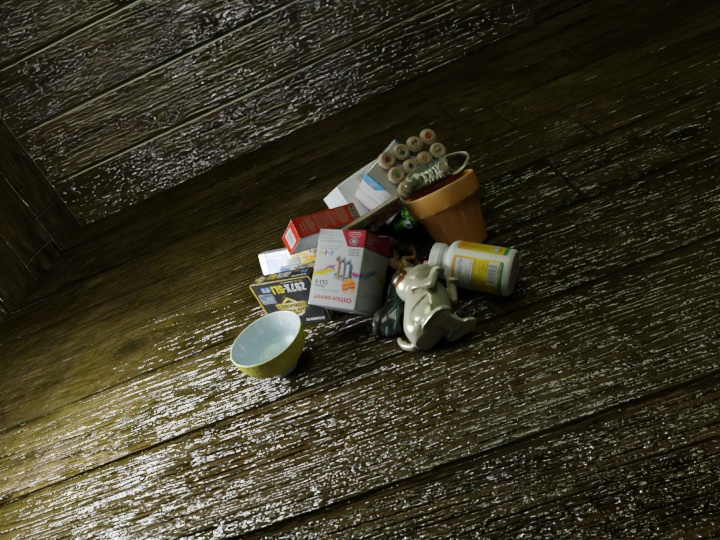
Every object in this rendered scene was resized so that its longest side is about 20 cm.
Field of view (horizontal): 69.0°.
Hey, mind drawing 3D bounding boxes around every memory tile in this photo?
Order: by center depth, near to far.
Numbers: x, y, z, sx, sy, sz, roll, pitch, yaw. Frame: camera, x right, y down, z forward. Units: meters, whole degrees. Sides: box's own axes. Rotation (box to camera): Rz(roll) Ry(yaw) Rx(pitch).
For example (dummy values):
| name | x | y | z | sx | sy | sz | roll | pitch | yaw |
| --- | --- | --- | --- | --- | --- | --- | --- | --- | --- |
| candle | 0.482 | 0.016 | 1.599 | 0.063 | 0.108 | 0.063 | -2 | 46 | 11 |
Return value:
| name | x | y | z | sx | sy | sz | roll | pitch | yaw |
| --- | --- | --- | --- | --- | --- | --- | --- | --- | --- |
| memory tile | 0.163 | -0.306 | 1.494 | 0.199 | 0.154 | 0.017 | -32 | -4 | -15 |

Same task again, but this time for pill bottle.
| name | x | y | z | sx | sy | sz | roll | pitch | yaw |
| --- | --- | --- | --- | --- | --- | --- | --- | --- | --- |
| pill bottle | 0.269 | -0.010 | 1.257 | 0.198 | 0.114 | 0.113 | 11 | 43 | 26 |

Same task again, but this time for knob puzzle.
| name | x | y | z | sx | sy | sz | roll | pitch | yaw |
| --- | --- | --- | --- | --- | --- | --- | --- | --- | --- |
| knob puzzle | 0.043 | -0.133 | 1.451 | 0.218 | 0.031 | 0.220 | -30 | -8 | -5 |

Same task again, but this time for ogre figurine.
| name | x | y | z | sx | sy | sz | roll | pitch | yaw |
| --- | --- | --- | --- | --- | --- | --- | --- | --- | --- |
| ogre figurine | 0.201 | -0.181 | 1.647 | 0.198 | 0.099 | 0.120 | -9 | 12 | -1 |

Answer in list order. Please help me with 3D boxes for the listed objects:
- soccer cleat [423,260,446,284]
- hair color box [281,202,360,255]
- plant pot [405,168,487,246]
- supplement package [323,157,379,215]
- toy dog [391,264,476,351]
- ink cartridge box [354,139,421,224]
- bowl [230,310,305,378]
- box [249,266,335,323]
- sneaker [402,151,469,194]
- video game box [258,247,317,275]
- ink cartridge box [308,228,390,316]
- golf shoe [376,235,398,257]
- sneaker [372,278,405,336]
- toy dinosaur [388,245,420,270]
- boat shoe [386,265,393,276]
| name | x | y | z | sx | sy | sz | roll | pitch | yaw |
| --- | --- | --- | --- | --- | --- | --- | --- | --- | --- |
| soccer cleat | 0.252 | -0.001 | 1.357 | 0.198 | 0.069 | 0.078 | -13 | 60 | 9 |
| hair color box | -0.105 | -0.114 | 1.430 | 0.199 | 0.062 | 0.102 | -19 | -16 | -31 |
| plant pot | 0.251 | -0.148 | 1.428 | 0.199 | 0.184 | 0.200 | -26 | 10 | 5 |
| supplement package | 0.007 | -0.251 | 1.776 | 0.191 | 0.148 | 0.200 | -36 | 6 | -16 |
| toy dog | 0.152 | 0.074 | 1.223 | 0.194 | 0.139 | 0.201 | -51 | 40 | 32 |
| ink cartridge box | 0.093 | -0.260 | 1.585 | 0.146 | 0.146 | 0.200 | -51 | 1 | -15 |
| bowl | -0.218 | 0.207 | 1.335 | 0.198 | 0.108 | 0.201 | -20 | 30 | 12 |
| box | -0.188 | 0.077 | 1.467 | 0.198 | 0.161 | 0.050 | -8 | 33 | 27 |
| sneaker | 0.213 | -0.277 | 1.440 | 0.199 | 0.068 | 0.090 | -27 | 4 | -14 |
| video game box | -0.189 | 0.022 | 1.532 | 0.198 | 0.184 | 0.047 | -9 | 13 | 27 |
| ink cartridge box | -0.027 | 0.008 | 1.362 | 0.144 | 0.144 | 0.202 | 4 | 82 | 29 |
| golf shoe | 0.024 | -0.079 | 1.558 | 0.199 | 0.076 | 0.091 | 0 | 25 | -37 |
| sneaker | 0.098 | 0.091 | 1.331 | 0.079 | 0.076 | 0.201 | 7 | 48 | 23 |
| toy dinosaur | 0.133 | -0.007 | 1.458 | 0.199 | 0.061 | 0.106 | 29 | 52 | 25 |
| boat shoe | 0.000 | 0.001 | 1.530 | 0.198 | 0.072 | 0.068 | -19 | 29 | 11 |
